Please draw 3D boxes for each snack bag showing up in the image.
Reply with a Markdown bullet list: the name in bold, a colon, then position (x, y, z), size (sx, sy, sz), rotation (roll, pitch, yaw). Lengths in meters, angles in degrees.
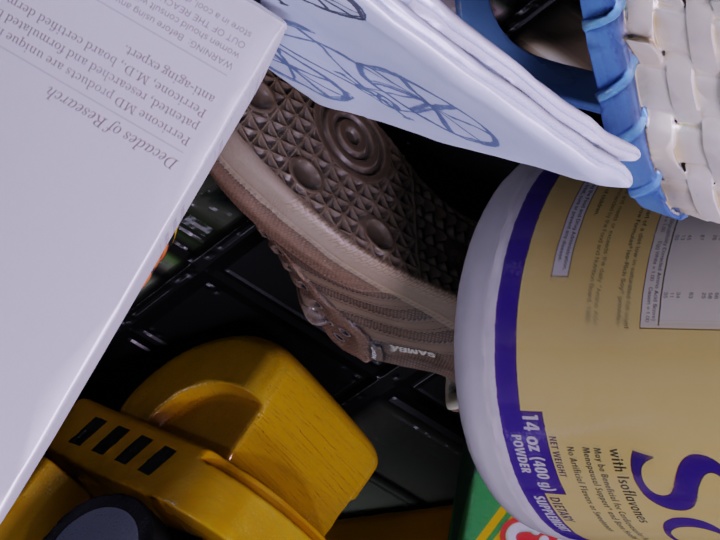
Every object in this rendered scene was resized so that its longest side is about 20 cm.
- **snack bag**: position (-0.032, -0.092, 0.784), size (0.200, 0.021, 0.189), rotation (33, 174, -31)

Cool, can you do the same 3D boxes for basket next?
- **basket**: position (0.108, -0.100, 0.799), size (0.200, 0.139, 0.176), rotation (19, 146, 26)

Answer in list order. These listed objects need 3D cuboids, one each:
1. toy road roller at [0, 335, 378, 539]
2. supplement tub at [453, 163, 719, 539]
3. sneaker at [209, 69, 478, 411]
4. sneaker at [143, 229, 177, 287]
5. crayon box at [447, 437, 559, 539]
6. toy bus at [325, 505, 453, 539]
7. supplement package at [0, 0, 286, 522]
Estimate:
- **toy road roller**: position (-0.085, 0.097, 1.052), size (0.200, 0.146, 0.123), rotation (18, 155, 45)
- **supplement tub**: position (0.149, 0.026, 0.878), size (0.200, 0.145, 0.145), rotation (0, 141, 33)
- **sneaker**: position (0.000, 0.000, 0.953), size (0.200, 0.070, 0.076), rotation (35, 130, -29)
- **sneaker**: position (-0.147, -0.057, 0.886), size (0.200, 0.090, 0.070), rotation (25, 134, -22)
- **crayon box**: position (0.092, 0.161, 1.026), size (0.127, 0.200, 0.051), rotation (10, 170, -4)
- **toy bus**: position (0.029, 0.147, 1.116), size (0.200, 0.065, 0.078), rotation (-9, 138, 13)
- **supplement package**: position (-0.124, -0.015, 0.803), size (0.117, 0.200, 0.117), rotation (30, 174, -5)
